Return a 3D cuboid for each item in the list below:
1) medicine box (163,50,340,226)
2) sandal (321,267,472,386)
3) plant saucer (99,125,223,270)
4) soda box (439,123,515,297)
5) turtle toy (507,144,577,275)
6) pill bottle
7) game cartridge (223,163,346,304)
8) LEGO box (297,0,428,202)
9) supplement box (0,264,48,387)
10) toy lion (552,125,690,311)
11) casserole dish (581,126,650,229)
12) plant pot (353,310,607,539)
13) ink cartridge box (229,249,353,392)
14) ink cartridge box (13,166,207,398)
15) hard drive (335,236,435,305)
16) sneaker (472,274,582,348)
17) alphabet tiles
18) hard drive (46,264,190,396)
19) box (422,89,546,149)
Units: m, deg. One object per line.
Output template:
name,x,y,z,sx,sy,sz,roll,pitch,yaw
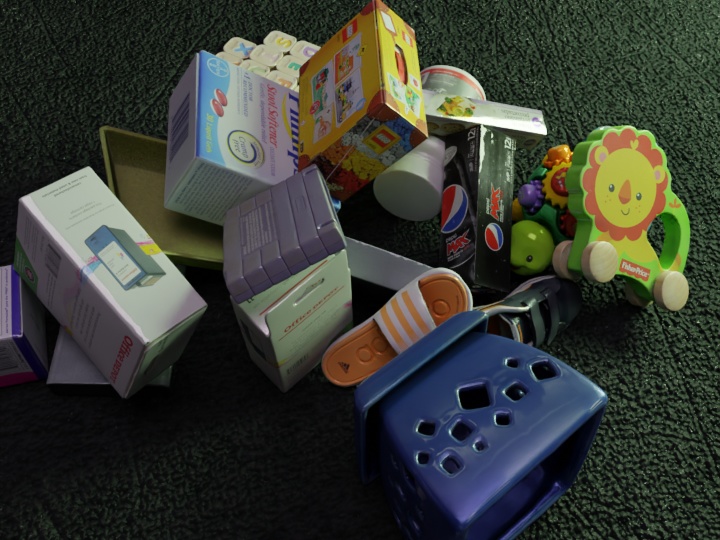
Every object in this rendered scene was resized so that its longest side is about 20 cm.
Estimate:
medicine box,-0.138,-0.150,1.017,0.198,0.103,0.184,17,50,-31
sandal,0.036,0.080,0.880,0.079,0.206,0.059,49,23,-8
plant saucer,-0.229,-0.076,1.003,0.199,0.048,0.201,10,45,-38
soda box,0.144,-0.072,0.993,0.070,0.063,0.202,14,74,-38
turtle toy,0.255,-0.075,1.020,0.145,0.101,0.201,34,85,29
pill bottle,0.094,-0.172,1.085,0.113,0.114,0.201,17,57,9
game cartridge,-0.087,-0.043,0.855,0.129,0.039,0.200,-31,26,6
LEGO box,-0.002,-0.211,0.988,0.077,0.148,0.202,30,42,-35
supplement box,-0.468,0.078,0.899,0.198,0.102,0.104,-12,56,-11
toy lion,0.322,-0.068,0.958,0.198,0.068,0.194,19,86,-27
casserole dish,0.359,-0.131,1.115,0.120,0.039,0.201,17,56,9
plant pot,0.103,0.171,0.807,0.199,0.201,0.180,-33,57,-22
ink cartridge box,-0.072,0.041,0.874,0.117,0.201,0.067,-39,67,-20
ink cartridge box,-0.270,0.017,0.849,0.200,0.145,0.087,49,52,8
hard drive,0.000,0.000,0.957,0.198,0.135,0.043,19,77,13
sneaker,0.190,0.062,0.934,0.198,0.079,0.079,-19,102,-18
alphabet tiles,-0.144,-0.292,1.217,0.194,0.015,0.201,25,58,14
hard drive,-0.285,0.053,0.965,0.138,0.033,0.202,1,55,-2
box,0.147,-0.194,1.029,0.198,0.041,0.039,4,65,-26
